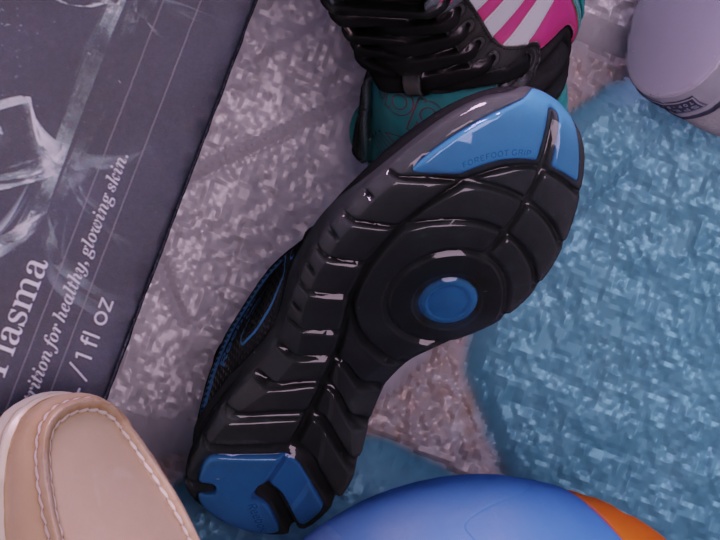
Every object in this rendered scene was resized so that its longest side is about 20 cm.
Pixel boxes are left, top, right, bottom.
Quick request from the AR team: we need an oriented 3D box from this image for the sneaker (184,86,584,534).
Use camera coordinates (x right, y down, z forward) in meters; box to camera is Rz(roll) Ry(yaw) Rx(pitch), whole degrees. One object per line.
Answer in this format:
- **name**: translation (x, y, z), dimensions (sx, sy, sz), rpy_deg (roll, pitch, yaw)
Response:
- **sneaker**: translation (0.000, 0.000, 0.839), dimensions (0.073, 0.082, 0.200), rpy_deg (28, 123, -23)

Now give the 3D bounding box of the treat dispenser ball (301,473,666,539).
- **treat dispenser ball**: translation (0.042, 0.171, 0.841), dimensions (0.200, 0.201, 0.202), rpy_deg (-1, 93, -14)

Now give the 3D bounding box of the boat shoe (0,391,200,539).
- **boat shoe**: translation (-0.050, 0.126, 0.737), dimensions (0.074, 0.069, 0.201), rpy_deg (-20, 88, -43)

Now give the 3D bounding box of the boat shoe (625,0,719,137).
- **boat shoe**: translation (0.169, -0.144, 0.933), dimensions (0.070, 0.071, 0.201), rpy_deg (27, 82, -42)

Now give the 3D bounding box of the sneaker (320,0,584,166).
- **sneaker**: translation (0.022, -0.075, 0.849), dimensions (0.083, 0.200, 0.122), rpy_deg (13, 104, 27)

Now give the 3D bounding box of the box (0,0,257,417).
- **box**: translation (-0.162, -0.046, 0.819), dimensions (0.196, 0.124, 0.201), rpy_deg (21, 88, -13)
